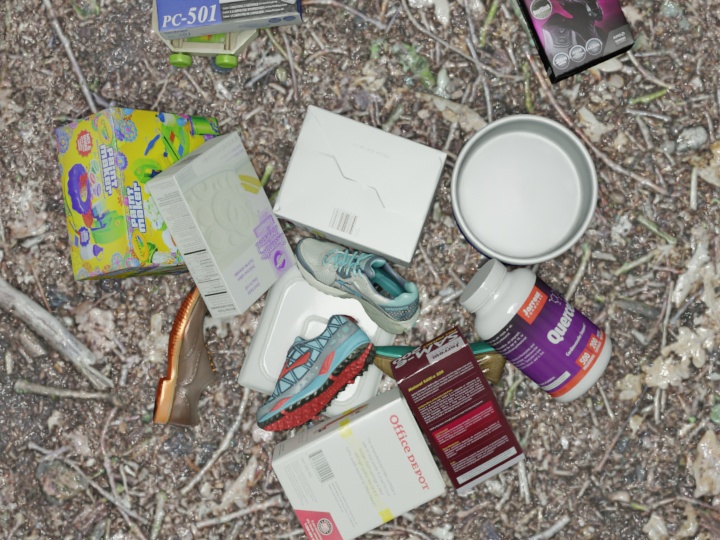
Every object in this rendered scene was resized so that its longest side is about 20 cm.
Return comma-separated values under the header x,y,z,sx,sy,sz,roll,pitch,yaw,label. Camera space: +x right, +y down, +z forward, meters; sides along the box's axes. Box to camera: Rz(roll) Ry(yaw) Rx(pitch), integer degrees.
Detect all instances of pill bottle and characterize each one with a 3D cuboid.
x,y,z,sx,sy,sz,roll,pitch,yaw,label
0.231,0.076,1.345,0.199,0.112,0.113,39,90,-7,pill bottle

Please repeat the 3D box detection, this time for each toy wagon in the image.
x,y,z,sx,sy,sz,roll,pitch,yaw,label
-0.199,-0.370,1.442,0.197,0.040,0.158,2,88,3,toy wagon

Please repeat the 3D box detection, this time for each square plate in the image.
x,y,z,sx,sy,sz,roll,pitch,yaw,label
-0.054,0.097,1.418,0.195,0.028,0.203,19,89,5,square plate

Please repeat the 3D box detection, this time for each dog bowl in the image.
x,y,z,sx,sy,sz,roll,pitch,yaw,label
0.221,-0.107,1.385,0.197,0.079,0.204,0,87,3,dog bowl

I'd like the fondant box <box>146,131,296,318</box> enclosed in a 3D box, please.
x,y,z,sx,sy,sz,roll,pitch,yaw,label
-0.178,-0.061,1.326,0.058,0.144,0.202,-9,114,36,fondant box

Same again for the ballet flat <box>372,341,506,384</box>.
x,y,z,sx,sy,sz,roll,pitch,yaw,label
0.105,0.139,1.388,0.197,0.068,0.074,-2,101,-9,ballet flat

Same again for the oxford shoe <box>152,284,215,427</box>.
x,y,z,sx,sy,sz,roll,pitch,yaw,label
-0.236,0.121,1.417,0.072,0.071,0.203,14,93,-16,oxford shoe

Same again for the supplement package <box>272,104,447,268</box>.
x,y,z,sx,sy,sz,roll,pitch,yaw,label
0.001,-0.112,1.382,0.197,0.111,0.158,20,88,5,supplement package

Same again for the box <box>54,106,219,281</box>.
x,y,z,sx,sy,sz,roll,pitch,yaw,label
-0.283,-0.099,1.343,0.121,0.191,0.203,-11,86,36,box

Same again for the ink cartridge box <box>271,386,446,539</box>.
x,y,z,sx,sy,sz,roll,pitch,yaw,label
-0.001,0.269,1.370,0.198,0.083,0.147,-26,96,2,ink cartridge box

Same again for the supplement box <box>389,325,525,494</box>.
x,y,z,sx,sy,sz,roll,pitch,yaw,label
0.130,0.188,1.346,0.108,0.061,0.202,-28,114,1,supplement box

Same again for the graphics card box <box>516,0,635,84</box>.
x,y,z,sx,sy,sz,roll,pitch,yaw,label
0.287,-0.379,1.408,0.124,0.051,0.203,-22,87,2,graphics card box

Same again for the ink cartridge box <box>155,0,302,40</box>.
x,y,z,sx,sy,sz,roll,pitch,yaw,label
-0.184,-0.383,1.399,0.197,0.044,0.096,-7,86,3,ink cartridge box

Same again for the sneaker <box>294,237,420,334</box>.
x,y,z,sx,sy,sz,roll,pitch,yaw,label
0.000,0.000,1.375,0.198,0.087,0.078,29,58,11,sneaker

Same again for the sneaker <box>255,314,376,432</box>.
x,y,z,sx,sy,sz,roll,pitch,yaw,label
-0.070,0.139,1.378,0.199,0.079,0.096,-40,56,10,sneaker
